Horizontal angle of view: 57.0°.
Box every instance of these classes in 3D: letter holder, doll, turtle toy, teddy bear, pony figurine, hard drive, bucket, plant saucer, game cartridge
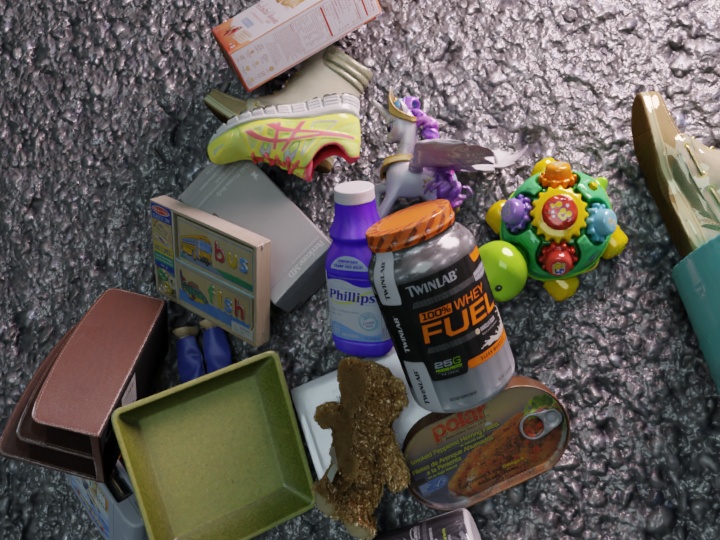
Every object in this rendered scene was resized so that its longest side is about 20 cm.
[{"bbox_3d":[-0.331,0.123,0.792,0.139,0.102,0.202,14,44,-2],"label":"letter holder"},{"bbox_3d":[-0.182,0.166,0.845,0.134,0.048,0.204,-16,77,7],"label":"doll"},{"bbox_3d":[0.209,-0.040,0.766,0.199,0.101,0.146,-42,74,3],"label":"turtle toy"},{"bbox_3d":[0.002,0.201,0.753,0.144,0.066,0.205,-5,81,50],"label":"teddy bear"},{"bbox_3d":[0.083,-0.107,0.793,0.190,0.166,0.205,15,100,26],"label":"pony figurine"},{"bbox_3d":[0.025,0.172,0.810,0.197,0.025,0.134,-23,76,8],"label":"hard drive"},{"bbox_3d":[0.425,0.026,0.659,0.203,0.207,0.137,-21,68,8],"label":"bucket"},{"bbox_3d":[-0.168,0.218,0.779,0.196,0.048,0.204,-18,99,-24],"label":"plant saucer"},{"bbox_3d":[-0.321,0.266,0.821,0.200,0.041,0.135,43,133,24],"label":"game cartridge"}]

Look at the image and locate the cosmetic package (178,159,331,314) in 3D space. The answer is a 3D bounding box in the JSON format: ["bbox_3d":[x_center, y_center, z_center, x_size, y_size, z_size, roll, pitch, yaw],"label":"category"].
[{"bbox_3d":[-0.125,-0.053,0.852,0.107,0.090,0.200,-46,71,-2],"label":"cosmetic package"}]

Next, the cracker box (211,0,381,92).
[{"bbox_3d":[-0.086,-0.320,0.855,0.198,0.058,0.134,-31,37,-4],"label":"cracker box"}]

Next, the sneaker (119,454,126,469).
[{"bbox_3d":[-0.243,0.279,0.822,0.200,0.082,0.078,44,90,14],"label":"sneaker"}]

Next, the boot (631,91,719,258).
[{"bbox_3d":[0.408,-0.129,0.752,0.153,0.073,0.204,-20,78,9],"label":"boot"}]

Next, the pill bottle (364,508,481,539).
[{"bbox_3d":[0.043,0.345,0.735,0.196,0.106,0.108,-20,77,8],"label":"pill bottle"}]

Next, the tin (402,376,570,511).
[{"bbox_3d":[0.139,0.195,0.754,0.197,0.042,0.114,-26,106,7],"label":"tin"}]

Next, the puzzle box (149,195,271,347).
[{"bbox_3d":[-0.188,-0.003,0.825,0.197,0.025,0.136,22,120,33],"label":"puzzle box"}]

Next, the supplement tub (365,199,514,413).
[{"bbox_3d":[0.082,0.036,0.709,0.120,0.123,0.203,-20,105,8],"label":"supplement tub"}]

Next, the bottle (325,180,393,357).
[{"bbox_3d":[0.000,0.000,0.777,0.082,0.065,0.204,6,115,22],"label":"bottle"}]

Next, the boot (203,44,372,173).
[{"bbox_3d":[-0.097,-0.238,0.885,0.197,0.072,0.157,26,87,10],"label":"boot"}]

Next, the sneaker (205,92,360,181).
[{"bbox_3d":[-0.089,-0.150,0.803,0.195,0.078,0.092,-13,88,0],"label":"sneaker"}]
